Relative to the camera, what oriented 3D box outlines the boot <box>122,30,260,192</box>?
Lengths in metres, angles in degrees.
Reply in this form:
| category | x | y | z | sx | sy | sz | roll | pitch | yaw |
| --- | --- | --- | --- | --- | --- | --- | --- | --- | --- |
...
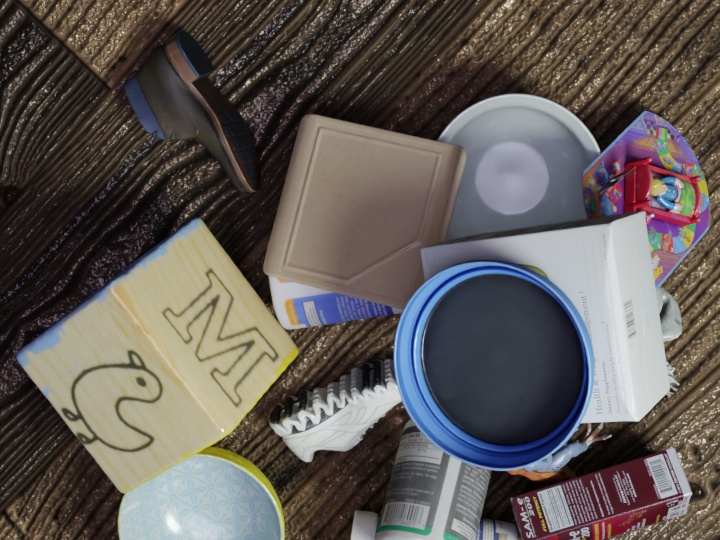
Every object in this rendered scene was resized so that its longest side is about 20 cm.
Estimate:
| category | x | y | z | sx | sy | sz | roll | pitch | yaw |
| --- | --- | --- | --- | --- | --- | --- | --- | --- | --- |
| boot | -0.194 | -0.166 | 1.331 | 0.097 | 0.075 | 0.201 | -26 | 92 | 21 |

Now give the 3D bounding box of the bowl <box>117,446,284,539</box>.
| category | x | y | z | sx | sy | sz | roll | pitch | yaw |
| --- | --- | --- | --- | --- | --- | --- | --- | --- | --- |
| bowl | -0.185 | 0.294 | 1.402 | 0.199 | 0.108 | 0.201 | 1 | 105 | 4 |

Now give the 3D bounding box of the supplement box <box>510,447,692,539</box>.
| category | x | y | z | sx | sy | sz | roll | pitch | yaw |
| --- | --- | --- | --- | --- | --- | --- | --- | --- | --- |
| supplement box | 0.282 | 0.278 | 1.355 | 0.199 | 0.109 | 0.061 | -18 | 63 | 4 |

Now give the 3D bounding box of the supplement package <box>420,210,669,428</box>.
| category | x | y | z | sx | sy | sz | roll | pitch | yaw |
| --- | --- | --- | --- | --- | --- | --- | --- | --- | --- |
| supplement package | 0.189 | 0.051 | 1.168 | 0.199 | 0.147 | 0.192 | -8 | 93 | 28 |

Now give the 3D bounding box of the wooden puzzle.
| category | x | y | z | sx | sy | sz | roll | pitch | yaw |
| --- | --- | --- | --- | --- | --- | --- | --- | --- | --- |
| wooden puzzle | 0.005 | -0.063 | 1.255 | 0.199 | 0.037 | 0.186 | 14 | 87 | 18 |

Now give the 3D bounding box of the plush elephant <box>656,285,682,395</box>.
| category | x | y | z | sx | sy | sz | roll | pitch | yaw |
| --- | --- | --- | --- | --- | --- | --- | --- | --- | --- |
| plush elephant | 0.279 | 0.060 | 1.304 | 0.199 | 0.155 | 0.165 | -1 | 148 | 41 |

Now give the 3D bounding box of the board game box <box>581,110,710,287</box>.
| category | x | y | z | sx | sy | sz | roll | pitch | yaw |
| --- | --- | --- | --- | --- | --- | --- | --- | --- | --- |
| board game box | 0.330 | -0.081 | 1.256 | 0.200 | 0.039 | 0.158 | -41 | 104 | -31 |

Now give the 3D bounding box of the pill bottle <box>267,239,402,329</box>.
| category | x | y | z | sx | sy | sz | roll | pitch | yaw |
| --- | --- | --- | --- | --- | --- | --- | --- | --- | --- |
| pill bottle | 0.000 | 0.000 | 1.324 | 0.199 | 0.112 | 0.113 | -8 | 102 | 6 |

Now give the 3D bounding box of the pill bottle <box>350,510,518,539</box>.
| category | x | y | z | sx | sy | sz | roll | pitch | yaw |
| --- | --- | --- | --- | --- | --- | --- | --- | --- | --- |
| pill bottle | 0.085 | 0.347 | 1.394 | 0.199 | 0.111 | 0.112 | 9 | 103 | 2 |

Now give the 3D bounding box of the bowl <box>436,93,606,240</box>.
| category | x | y | z | sx | sy | sz | roll | pitch | yaw |
| --- | --- | --- | --- | --- | --- | --- | --- | --- | --- |
| bowl | 0.173 | -0.101 | 1.301 | 0.200 | 0.090 | 0.202 | 1 | 102 | 5 |

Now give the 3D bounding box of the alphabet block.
| category | x | y | z | sx | sy | sz | roll | pitch | yaw |
| --- | --- | --- | --- | --- | --- | --- | --- | --- | --- |
| alphabet block | -0.224 | 0.093 | 1.294 | 0.195 | 0.196 | 0.200 | -32 | 99 | 34 |

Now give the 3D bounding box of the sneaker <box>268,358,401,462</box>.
| category | x | y | z | sx | sy | sz | roll | pitch | yaw |
| --- | --- | --- | --- | --- | --- | --- | --- | --- | --- |
| sneaker | -0.008 | 0.169 | 1.388 | 0.199 | 0.075 | 0.081 | -23 | 108 | 16 |

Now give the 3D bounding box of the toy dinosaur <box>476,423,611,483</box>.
| category | x | y | z | sx | sy | sz | roll | pitch | yaw |
| --- | --- | --- | --- | --- | --- | --- | --- | --- | --- |
| toy dinosaur | 0.203 | 0.218 | 1.311 | 0.181 | 0.105 | 0.201 | -23 | 109 | -36 |

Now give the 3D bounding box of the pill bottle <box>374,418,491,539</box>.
| category | x | y | z | sx | sy | sz | roll | pitch | yaw |
| --- | --- | --- | --- | --- | --- | --- | --- | --- | --- |
| pill bottle | 0.093 | 0.236 | 1.325 | 0.113 | 0.113 | 0.201 | 18 | 64 | 0 |

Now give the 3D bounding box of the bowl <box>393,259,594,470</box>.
| category | x | y | z | sx | sy | sz | roll | pitch | yaw |
| --- | --- | --- | --- | --- | --- | --- | --- | --- | --- |
| bowl | 0.128 | 0.088 | 1.099 | 0.200 | 0.039 | 0.202 | 4 | 99 | 27 |
